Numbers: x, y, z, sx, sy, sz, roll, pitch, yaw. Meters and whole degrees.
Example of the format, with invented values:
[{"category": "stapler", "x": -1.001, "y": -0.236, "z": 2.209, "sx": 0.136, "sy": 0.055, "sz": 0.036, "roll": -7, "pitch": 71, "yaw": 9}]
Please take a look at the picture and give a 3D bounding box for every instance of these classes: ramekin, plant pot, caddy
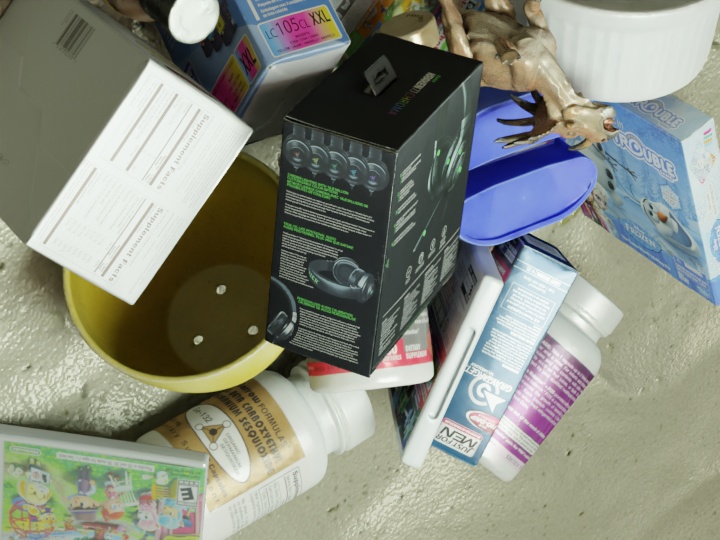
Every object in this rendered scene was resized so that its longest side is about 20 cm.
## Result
[{"category": "ramekin", "x": 0.217, "y": -0.232, "z": 1.614, "sx": 0.199, "sy": 0.200, "sz": 0.099, "roll": -20, "pitch": 134, "yaw": -26}, {"category": "plant pot", "x": -0.127, "y": 0.018, "z": 1.523, "sx": 0.200, "sy": 0.200, "sz": 0.142, "roll": -42, "pitch": 157, "yaw": -9}, {"category": "caddy", "x": 0.117, "y": -0.107, "z": 1.670, "sx": 0.198, "sy": 0.105, "sz": 0.143, "roll": -20, "pitch": 119, "yaw": -26}]

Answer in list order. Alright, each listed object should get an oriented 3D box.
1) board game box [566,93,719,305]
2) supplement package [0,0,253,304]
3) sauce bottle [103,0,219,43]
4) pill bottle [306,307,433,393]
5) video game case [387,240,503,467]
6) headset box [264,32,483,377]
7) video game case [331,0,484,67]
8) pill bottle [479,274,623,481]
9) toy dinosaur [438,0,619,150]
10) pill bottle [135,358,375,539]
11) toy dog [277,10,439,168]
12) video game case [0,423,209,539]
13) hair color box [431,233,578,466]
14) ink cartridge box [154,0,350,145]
[{"category": "board game box", "x": 0.261, "y": -0.092, "z": 1.722, "sx": 0.043, "sy": 0.200, "sz": 0.200, "roll": -33, "pitch": 131, "yaw": -16}, {"category": "supplement package", "x": -0.201, "y": -0.101, "z": 1.365, "sx": 0.111, "sy": 0.200, "sz": 0.156, "roll": 32, "pitch": 95, "yaw": -43}, {"category": "sauce bottle", "x": -0.165, "y": -0.216, "z": 1.327, "sx": 0.064, "sy": 0.200, "sz": 0.065, "roll": -17, "pitch": 126, "yaw": -25}, {"category": "pill bottle", "x": 0.000, "y": 0.000, "z": 1.601, "sx": 0.110, "sy": 0.110, "sz": 0.203, "roll": -6, "pitch": 89, "yaw": -34}, {"category": "video game case", "x": 0.073, "y": 0.059, "z": 1.683, "sx": 0.023, "sy": 0.200, "sz": 0.184, "roll": 21, "pitch": 105, "yaw": -10}, {"category": "headset box", "x": 0.011, "y": -0.058, "z": 1.378, "sx": 0.174, "sy": 0.092, "sz": 0.202, "roll": -49, "pitch": 151, "yaw": -52}, {"category": "video game case", "x": 0.017, "y": -0.234, "z": 1.579, "sx": 0.144, "sy": 0.018, "sz": 0.200, "roll": -54, "pitch": 134, "yaw": 1}, {"category": "pill bottle", "x": 0.163, "y": 0.096, "z": 1.819, "sx": 0.201, "sy": 0.112, "sz": 0.112, "roll": -51, "pitch": 134, "yaw": 0}, {"category": "toy dinosaur", "x": 0.116, "y": -0.175, "z": 1.550, "sx": 0.085, "sy": 0.200, "sz": 0.136, "roll": -34, "pitch": 144, "yaw": -18}, {"category": "pill bottle", "x": -0.091, "y": 0.155, "z": 1.660, "sx": 0.199, "sy": 0.114, "sz": 0.115, "roll": -28, "pitch": 130, "yaw": -21}, {"category": "toy dog", "x": -0.004, "y": -0.137, "z": 1.523, "sx": 0.199, "sy": 0.096, "sz": 0.134, "roll": -17, "pitch": 108, "yaw": -40}, {"category": "video game case", "x": -0.232, "y": 0.222, "z": 1.579, "sx": 0.197, "sy": 0.022, "sz": 0.184, "roll": 8, "pitch": 116, "yaw": 0}, {"category": "hair color box", "x": 0.118, "y": 0.066, "z": 1.699, "sx": 0.060, "sy": 0.100, "sz": 0.202, "roll": 25, "pitch": 99, "yaw": -10}, {"category": "ink cartridge box", "x": -0.100, "y": -0.210, "z": 1.389, "sx": 0.076, "sy": 0.202, "sz": 0.137, "roll": -17, "pitch": 163, "yaw": -28}]
